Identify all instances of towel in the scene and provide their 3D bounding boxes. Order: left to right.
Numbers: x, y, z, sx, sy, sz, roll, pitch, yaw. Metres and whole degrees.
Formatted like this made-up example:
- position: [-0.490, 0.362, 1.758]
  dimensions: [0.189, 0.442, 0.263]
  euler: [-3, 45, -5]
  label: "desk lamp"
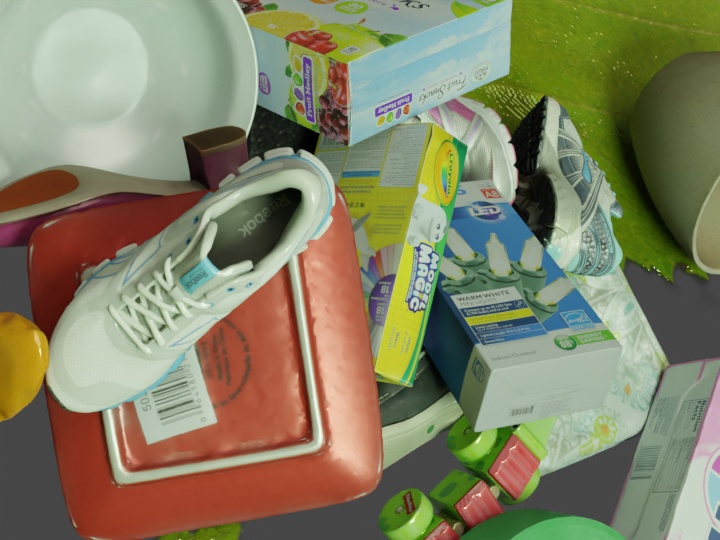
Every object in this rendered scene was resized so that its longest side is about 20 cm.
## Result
- position: [0.160, 0.067, 0.938]
  dimensions: [0.199, 0.048, 0.172]
  euler: [-14, 73, -33]
  label: "towel"

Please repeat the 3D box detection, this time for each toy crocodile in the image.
- position: [0.078, 0.161, 0.812]
  dimensions: [0.200, 0.062, 0.068]
  euler: [-47, 113, -20]
  label: "toy crocodile"

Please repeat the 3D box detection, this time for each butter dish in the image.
- position: [-0.096, 0.051, 0.748]
  dimensions: [0.198, 0.148, 0.202]
  euler: [-9, 93, -4]
  label: "butter dish"

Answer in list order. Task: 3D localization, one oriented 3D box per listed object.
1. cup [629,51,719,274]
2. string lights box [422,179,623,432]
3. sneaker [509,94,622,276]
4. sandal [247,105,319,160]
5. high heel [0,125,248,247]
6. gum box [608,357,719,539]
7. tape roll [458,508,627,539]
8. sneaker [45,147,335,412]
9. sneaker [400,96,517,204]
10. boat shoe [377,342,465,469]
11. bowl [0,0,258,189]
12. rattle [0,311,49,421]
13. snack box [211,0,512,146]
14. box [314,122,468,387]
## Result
- position: [0.331, -0.120, 1.056]
  dimensions: [0.199, 0.201, 0.143]
  euler: [-12, 46, -33]
  label: "cup"
- position: [0.088, 0.018, 0.829]
  dimensions: [0.102, 0.059, 0.200]
  euler: [-8, 41, -22]
  label: "string lights box"
- position: [0.172, -0.066, 0.976]
  dimensions: [0.086, 0.078, 0.201]
  euler: [21, 42, -18]
  label: "sneaker"
- position: [-0.064, -0.072, 0.891]
  dimensions: [0.075, 0.045, 0.201]
  euler: [21, 72, -12]
  label: "sandal"
- position: [-0.156, -0.024, 0.763]
  dimensions: [0.199, 0.097, 0.067]
  euler: [-16, 33, -18]
  label: "high heel"
- position: [0.272, 0.175, 0.906]
  dimensions: [0.113, 0.066, 0.201]
  euler: [38, 62, -21]
  label: "gum box"
- position: [0.122, 0.264, 0.777]
  dimensions: [0.199, 0.048, 0.202]
  euler: [3, 85, -32]
  label: "tape roll"
- position: [-0.097, 0.004, 0.630]
  dimensions: [0.200, 0.087, 0.075]
  euler: [-43, 96, 1]
  label: "sneaker"
- position: [0.047, -0.118, 0.952]
  dimensions: [0.088, 0.081, 0.200]
  euler: [-28, 74, -35]
  label: "sneaker"
- position: [0.017, 0.099, 0.828]
  dimensions: [0.199, 0.072, 0.068]
  euler: [-29, 66, -23]
  label: "boat shoe"
- position: [-0.178, -0.133, 0.796]
  dimensions: [0.200, 0.090, 0.203]
  euler: [-12, 116, -25]
  label: "bowl"
- position: [-0.289, 0.081, 0.627]
  dimensions: [0.199, 0.142, 0.131]
  euler: [9, 81, -32]
  label: "rattle"
- position: [-0.016, -0.176, 0.857]
  dimensions: [0.168, 0.068, 0.199]
  euler: [-27, 42, -34]
  label: "snack box"
- position: [0.000, 0.000, 0.809]
  dimensions: [0.048, 0.117, 0.202]
  euler: [26, 74, -42]
  label: "box"
